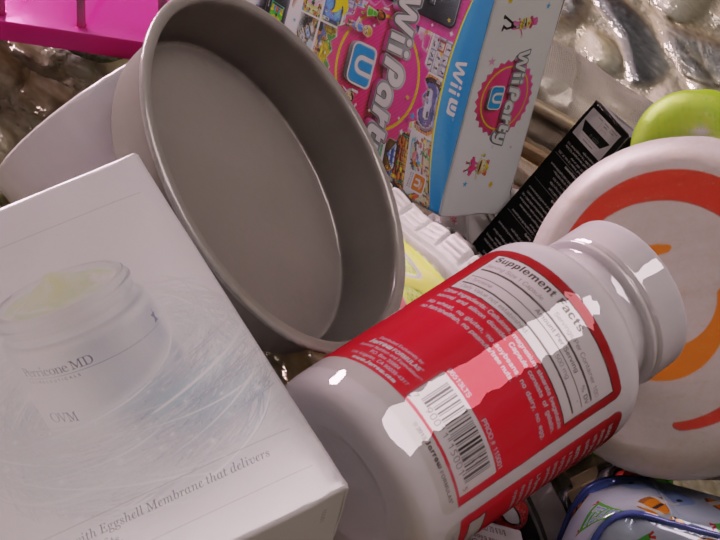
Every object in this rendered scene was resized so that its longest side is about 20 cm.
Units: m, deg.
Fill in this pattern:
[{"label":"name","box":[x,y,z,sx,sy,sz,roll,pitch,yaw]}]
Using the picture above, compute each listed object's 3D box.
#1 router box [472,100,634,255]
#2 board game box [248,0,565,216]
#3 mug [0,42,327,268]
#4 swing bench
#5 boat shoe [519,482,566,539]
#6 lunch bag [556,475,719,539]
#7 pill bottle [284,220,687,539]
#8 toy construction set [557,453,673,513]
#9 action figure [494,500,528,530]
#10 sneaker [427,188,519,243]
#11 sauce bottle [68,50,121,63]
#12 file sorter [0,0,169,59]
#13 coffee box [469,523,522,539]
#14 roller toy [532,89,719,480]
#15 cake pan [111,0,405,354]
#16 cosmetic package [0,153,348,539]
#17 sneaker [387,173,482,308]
[{"label":"router box","box":[0.162,0.011,1.604,0.200,0.149,0.051,33,13,-36]},{"label":"board game box","box":[0.018,-0.137,1.596,0.064,0.148,0.200,-3,24,-46]},{"label":"mug","box":[-0.082,-0.032,1.464,0.186,0.149,0.154,-28,81,-47]},{"label":"swing bench","box":[0.131,-0.101,1.722,0.198,0.200,0.130,28,67,-18]},{"label":"boat shoe","box":[0.062,0.110,1.525,0.056,0.069,0.201,-22,72,-16]},{"label":"lunch bag","box":[0.178,0.203,1.439,0.199,0.161,0.076,15,11,-12]},{"label":"pill bottle","box":[0.064,0.057,1.332,0.200,0.112,0.112,-31,75,-30]},{"label":"toy construction set","box":[0.174,0.159,1.544,0.131,0.092,0.200,-9,59,-49]},{"label":"action figure","box":[0.011,0.097,1.428,0.199,0.099,0.066,16,44,-22]},{"label":"sneaker","box":[0.135,-0.001,1.674,0.199,0.099,0.078,21,40,-28]},{"label":"sauce bottle","box":[-0.143,-0.206,1.654,0.065,0.065,0.201,31,37,-16]},{"label":"file sorter","box":[-0.182,-0.215,1.498,0.199,0.126,0.139,9,36,8]},{"label":"coffee box","box":[-0.009,0.174,1.361,0.199,0.080,0.115,19,42,-29]},{"label":"roller toy","box":[0.189,0.024,1.465,0.182,0.200,0.140,44,15,21]},{"label":"cake pan","box":[-0.053,-0.044,1.361,0.200,0.037,0.201,36,39,-37]},{"label":"cosmetic package","box":[-0.144,0.085,1.219,0.199,0.123,0.200,-24,64,-23]},{"label":"sneaker","box":[0.000,0.000,1.514,0.200,0.090,0.078,37,-19,54]}]
